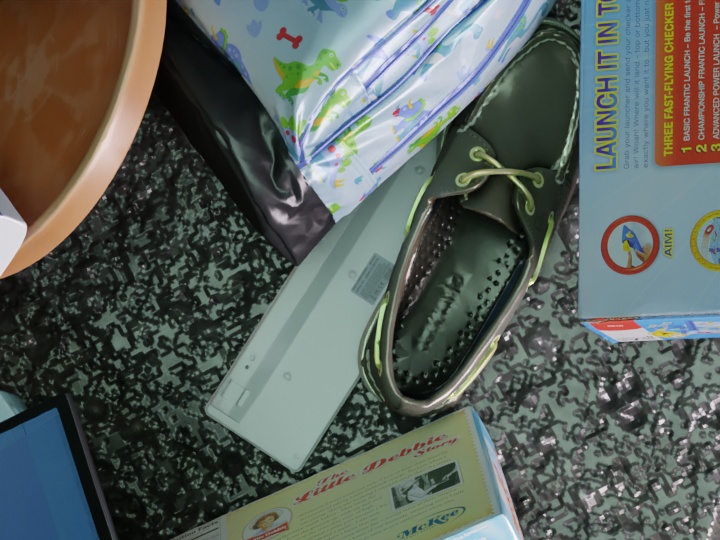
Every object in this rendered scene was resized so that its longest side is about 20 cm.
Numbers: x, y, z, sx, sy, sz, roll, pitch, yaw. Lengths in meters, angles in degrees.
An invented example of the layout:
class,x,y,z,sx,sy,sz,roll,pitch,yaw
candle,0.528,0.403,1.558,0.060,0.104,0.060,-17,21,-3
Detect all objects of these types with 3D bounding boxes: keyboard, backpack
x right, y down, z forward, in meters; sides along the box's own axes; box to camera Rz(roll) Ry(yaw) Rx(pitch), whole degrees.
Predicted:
class,x,y,z,sx,sy,sz,roll,pitch,yaw
keyboard,0.000,0.000,1.191,0.056,0.011,0.200,33,92,0
backpack,0.000,-0.131,1.133,0.200,0.154,0.163,-30,59,-8

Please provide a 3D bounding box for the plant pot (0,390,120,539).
class,x,y,z,sx,sy,sz,roll,pitch,yaw
plant pot,-0.220,0.151,1.148,0.200,0.141,0.141,-35,86,-3

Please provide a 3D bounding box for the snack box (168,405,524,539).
class,x,y,z,sx,sy,sz,roll,pitch,yaw
snack box,-0.024,0.139,1.136,0.200,0.116,0.037,-25,112,5

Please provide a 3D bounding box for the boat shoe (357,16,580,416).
class,x,y,z,sx,sy,sz,roll,pitch,yaw
boat shoe,0.059,-0.024,1.154,0.072,0.060,0.202,24,92,-6

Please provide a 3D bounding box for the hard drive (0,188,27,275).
class,x,y,z,sx,sy,sz,roll,pitch,yaw
hard drive,-0.234,-0.024,1.134,0.132,0.025,0.200,-54,44,13

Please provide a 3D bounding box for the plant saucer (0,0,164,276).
class,x,y,z,sx,sy,sz,roll,pitch,yaw
plant saucer,-0.158,-0.091,1.138,0.200,0.032,0.201,-19,63,41

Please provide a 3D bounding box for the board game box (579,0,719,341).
class,x,y,z,sx,sy,sz,roll,pitch,yaw
board game box,0.200,-0.072,1.099,0.195,0.056,0.200,-2,78,22

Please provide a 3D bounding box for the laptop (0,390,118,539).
class,x,y,z,sx,sy,sz,roll,pitch,yaw
laptop,-0.190,0.169,1.030,0.200,0.103,0.178,-18,83,-8
